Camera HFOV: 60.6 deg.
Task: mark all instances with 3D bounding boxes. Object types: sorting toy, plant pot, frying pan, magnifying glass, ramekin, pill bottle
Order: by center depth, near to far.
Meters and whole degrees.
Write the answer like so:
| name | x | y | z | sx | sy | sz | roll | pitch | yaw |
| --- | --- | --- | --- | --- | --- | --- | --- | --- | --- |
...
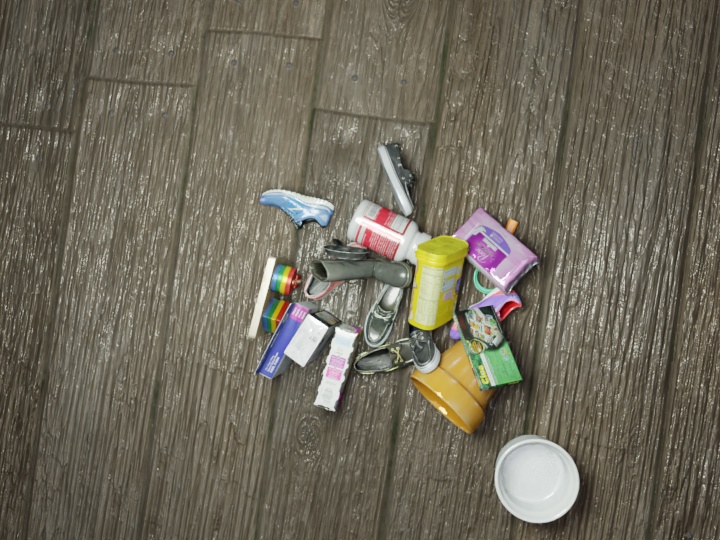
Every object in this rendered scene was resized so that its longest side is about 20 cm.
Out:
| name | x | y | z | sx | sy | sz | roll | pitch | yaw |
| --- | --- | --- | --- | --- | --- | --- | --- | --- | --- |
| plant pot | 0.255 | 0.263 | 1.514 | 0.200 | 0.200 | 0.183 | 43 | 79 | 5 |
| ramekin | 0.429 | 0.506 | 1.526 | 0.199 | 0.098 | 0.202 | 0 | 90 | 6 |
| frying pan | -0.056 | -0.053 | 1.537 | 0.114 | 0.190 | 0.031 | -2 | 101 | -38 |
| sorting toy | -0.206 | 0.070 | 1.556 | 0.069 | 0.199 | 0.201 | 15 | 91 | 2 |
| pill bottle | 0.075 | -0.091 | 1.569 | 0.199 | 0.112 | 0.113 | 26 | 92 | 6 |
| magnifying glass | 0.353 | -0.035 | 1.582 | 0.079 | 0.022 | 0.201 | 24 | 91 | 7 |

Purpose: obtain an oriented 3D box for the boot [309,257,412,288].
| name | x | y | z | sx | sy | sz | roll | pitch | yaw |
| --- | --- | --- | --- | --- | --- | --- | --- | --- | --- |
| boot | 0.000 | 0.002 | 1.501 | 0.199 | 0.181 | 0.073 | 6 | 93 | -38 |

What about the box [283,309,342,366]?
| name | x | y | z | sx | sy | sz | roll | pitch | yaw |
| --- | --- | --- | --- | --- | --- | --- | --- | --- | --- |
| box | -0.115 | 0.166 | 1.543 | 0.060 | 0.200 | 0.117 | 33 | 95 | 7 |

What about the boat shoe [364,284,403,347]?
| name | x | y | z | sx | sy | sz | roll | pitch | yaw |
| --- | --- | --- | --- | --- | --- | --- | --- | --- | --- |
| boat shoe | 0.058 | 0.102 | 1.588 | 0.072 | 0.071 | 0.201 | 19 | 91 | 6 |

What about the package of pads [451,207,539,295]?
| name | x | y | z | sx | sy | sz | roll | pitch | yaw |
| --- | --- | --- | --- | --- | --- | --- | --- | --- | --- |
| package of pads | 0.332 | -0.047 | 1.533 | 0.121 | 0.076 | 0.200 | -46 | 67 | 4 |

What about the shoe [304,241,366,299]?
| name | x | y | z | sx | sy | sz | roll | pitch | yaw |
| --- | --- | --- | --- | --- | --- | --- | --- | --- | --- |
| shoe | -0.063 | 0.001 | 1.593 | 0.200 | 0.091 | 0.072 | -43 | 85 | 4 |

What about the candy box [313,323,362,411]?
| name | x | y | z | sx | sy | sz | roll | pitch | yaw |
| --- | --- | --- | --- | --- | --- | --- | --- | --- | --- |
| candy box | -0.054 | 0.242 | 1.567 | 0.061 | 0.136 | 0.201 | 15 | 91 | 5 |

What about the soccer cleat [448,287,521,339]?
| name | x | y | z | sx | sy | sz | roll | pitch | yaw |
| --- | --- | --- | --- | --- | --- | --- | --- | --- | --- |
| soccer cleat | 0.311 | 0.116 | 1.551 | 0.200 | 0.068 | 0.073 | -37 | 43 | 2 |

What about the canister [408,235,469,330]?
| name | x | y | z | sx | sy | sz | roll | pitch | yaw |
| --- | --- | --- | --- | --- | --- | --- | --- | --- | --- |
| canister | 0.188 | 0.031 | 1.509 | 0.086 | 0.148 | 0.201 | 23 | 118 | 34 |

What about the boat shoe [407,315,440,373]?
| name | x | y | z | sx | sy | sz | roll | pitch | yaw |
| --- | --- | --- | --- | --- | --- | --- | --- | --- | --- |
| boat shoe | 0.147 | 0.170 | 1.513 | 0.070 | 0.200 | 0.066 | -32 | 115 | 19 |

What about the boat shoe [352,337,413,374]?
| name | x | y | z | sx | sy | sz | roll | pitch | yaw |
| --- | --- | --- | --- | --- | --- | --- | --- | --- | --- |
| boat shoe | 0.077 | 0.225 | 1.589 | 0.200 | 0.061 | 0.072 | -17 | 87 | 6 |

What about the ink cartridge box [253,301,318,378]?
| name | x | y | z | sx | sy | sz | roll | pitch | yaw |
| --- | --- | --- | --- | --- | --- | --- | --- | --- | --- |
| ink cartridge box | -0.181 | 0.174 | 1.550 | 0.043 | 0.200 | 0.197 | 28 | 93 | 6 |

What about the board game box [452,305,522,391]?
| name | x | y | z | sx | sy | sz | roll | pitch | yaw |
| --- | --- | --- | --- | --- | --- | --- | --- | --- | --- |
| board game box | 0.298 | 0.180 | 1.458 | 0.104 | 0.024 | 0.201 | -7 | 59 | -14 |

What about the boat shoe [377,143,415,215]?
| name | x | y | z | sx | sy | sz | roll | pitch | yaw |
| --- | --- | --- | --- | --- | --- | --- | --- | --- | --- |
| boat shoe | 0.106 | -0.239 | 1.576 | 0.066 | 0.070 | 0.201 | -20 | 68 | 0 |

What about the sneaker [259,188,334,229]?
| name | x | y | z | sx | sy | sz | roll | pitch | yaw |
| --- | --- | --- | --- | --- | --- | --- | --- | --- | --- |
| sneaker | -0.173 | -0.158 | 1.616 | 0.199 | 0.079 | 0.090 | 14 | 88 | 6 |
